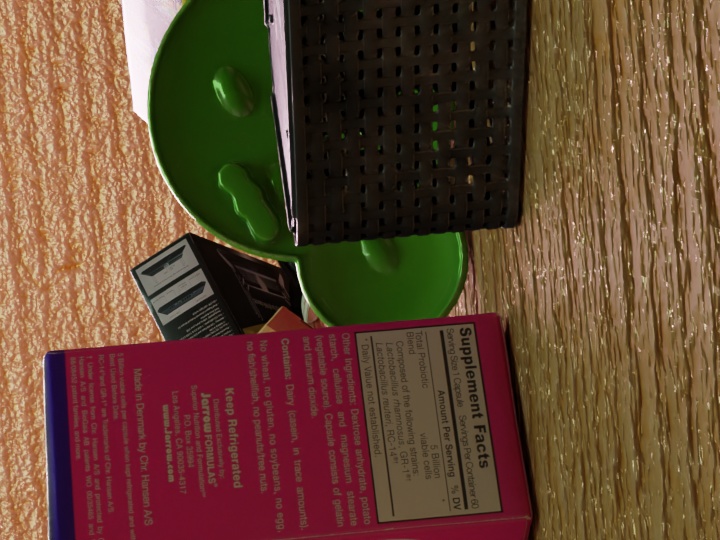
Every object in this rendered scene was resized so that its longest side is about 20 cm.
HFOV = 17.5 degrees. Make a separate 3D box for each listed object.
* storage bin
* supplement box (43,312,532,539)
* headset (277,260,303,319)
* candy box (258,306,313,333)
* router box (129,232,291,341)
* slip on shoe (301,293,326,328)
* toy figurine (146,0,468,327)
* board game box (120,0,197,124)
[{"bbox_3d":[0.010,-0.122,0.923,0.135,0.093,0.200,-100,7,-47],"label":"storage bin"},{"bbox_3d":[-0.033,0.091,1.012,0.101,0.199,0.104,94,171,-62],"label":"supplement box"},{"bbox_3d":[-0.007,0.006,1.573,0.124,0.094,0.200,81,-164,-52],"label":"headset"},{"bbox_3d":[-0.027,0.120,1.287,0.055,0.115,0.200,-49,-13,-34],"label":"candy box"},{"bbox_3d":[-0.066,0.065,1.597,0.157,0.052,0.200,62,-167,17],"label":"router box"},{"bbox_3d":[0.000,0.000,1.412,0.061,0.074,0.200,57,162,25],"label":"slip on shoe"},{"bbox_3d":[-0.003,-0.055,1.197,0.200,0.150,0.184,60,-173,6],"label":"toy figurine"},{"bbox_3d":[-0.049,-0.171,1.212,0.057,0.165,0.200,41,157,19],"label":"board game box"}]
